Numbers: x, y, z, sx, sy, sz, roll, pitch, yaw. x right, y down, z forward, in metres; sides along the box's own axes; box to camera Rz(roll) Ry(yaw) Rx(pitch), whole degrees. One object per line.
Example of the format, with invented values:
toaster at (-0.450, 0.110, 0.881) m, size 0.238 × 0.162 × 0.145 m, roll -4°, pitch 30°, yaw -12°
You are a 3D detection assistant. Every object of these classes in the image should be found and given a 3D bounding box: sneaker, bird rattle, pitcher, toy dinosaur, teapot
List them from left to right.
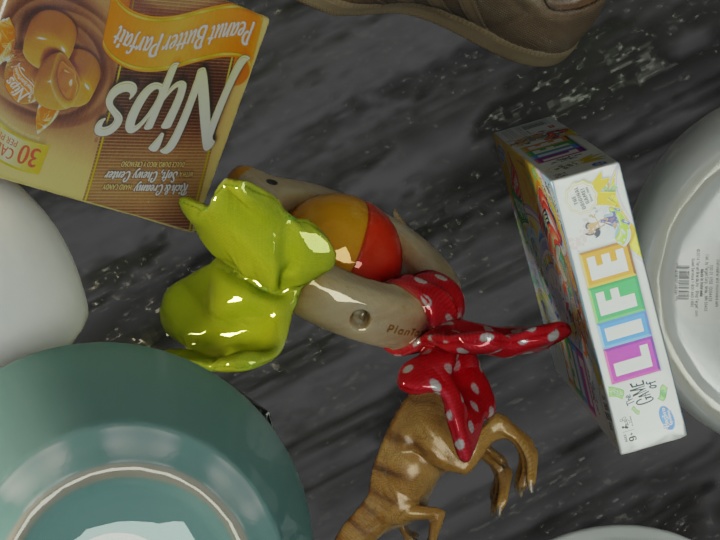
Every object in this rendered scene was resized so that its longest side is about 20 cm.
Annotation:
pitcher at (-0.226, -0.014, 1.299) m, size 0.200 × 0.172 × 0.121 m, roll 44°, pitch 93°, yaw -13°
bird rattle at (0.000, 0.000, 1.356) m, size 0.199 × 0.163 × 0.113 m, roll 10°, pitch 117°, yaw -14°
sneaker at (0.033, -0.166, 1.380) m, size 0.199 × 0.071 × 0.076 m, roll 14°, pitch 137°, yaw -22°
toy dinosaur at (0.038, 0.082, 1.428) m, size 0.106 × 0.060 × 0.201 m, roll 19°, pitch 92°, yaw -13°
teapot at (0.224, -0.004, 1.416) m, size 0.200 × 0.146 × 0.197 m, roll -43°, pitch 97°, yaw 10°

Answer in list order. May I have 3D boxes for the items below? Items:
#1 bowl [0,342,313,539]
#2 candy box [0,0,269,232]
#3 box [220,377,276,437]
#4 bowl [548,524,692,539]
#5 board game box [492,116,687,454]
bowl at (-0.109, 0.135, 1.225) m, size 0.200 × 0.105 × 0.202 m, roll -1°, pitch 93°, yaw -13°
candy box at (-0.133, -0.094, 1.309) m, size 0.200 × 0.055 × 0.116 m, roll 16°, pitch 95°, yaw -59°
box at (-0.130, 0.148, 1.351) m, size 0.199 × 0.149 × 0.125 m, roll -18°, pitch 99°, yaw -9°
bowl at (0.145, 0.241, 1.456) m, size 0.200 × 0.090 × 0.202 m, roll -2°, pitch 98°, yaw -13°
board game box at (0.111, 0.002, 1.361) m, size 0.034 × 0.200 × 0.135 m, roll -16°, pitch 100°, yaw -2°
